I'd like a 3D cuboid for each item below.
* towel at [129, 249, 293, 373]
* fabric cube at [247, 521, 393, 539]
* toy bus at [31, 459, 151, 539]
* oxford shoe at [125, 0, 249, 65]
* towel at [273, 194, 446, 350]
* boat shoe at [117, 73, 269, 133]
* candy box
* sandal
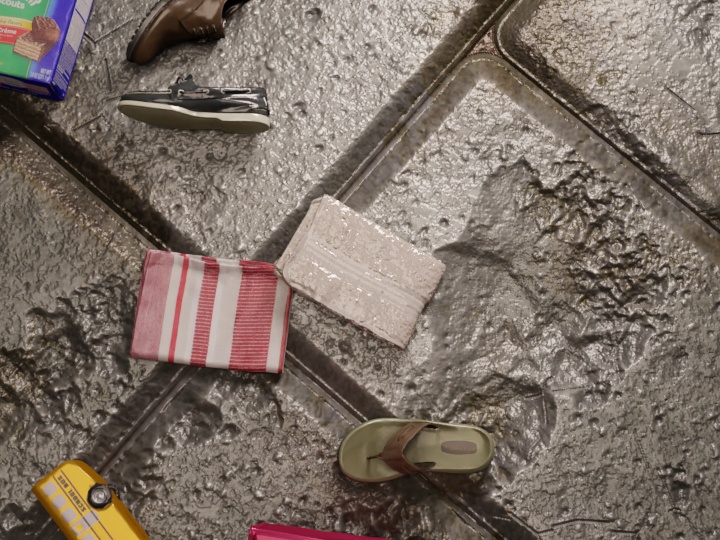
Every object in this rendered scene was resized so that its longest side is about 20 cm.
[{"bbox_3d":[-0.191,0.054,1.582,0.200,0.023,0.144,7,81,0],"label":"towel"},{"bbox_3d":[-0.041,0.407,1.431,0.199,0.200,0.197,9,81,1],"label":"fabric cube"},{"bbox_3d":[-0.313,0.325,1.509,0.078,0.065,0.200,-38,83,-7],"label":"toy bus"},{"bbox_3d":[-0.225,-0.333,1.626,0.200,0.073,0.084,-40,85,-7],"label":"oxford shoe"},{"bbox_3d":[0.000,0.000,1.579,0.200,0.034,0.133,29,78,-1],"label":"towel"},{"bbox_3d":[-0.217,-0.226,1.606,0.199,0.075,0.066,4,78,-1],"label":"boat shoe"},{"bbox_3d":[-0.455,-0.346,1.622,0.169,0.077,0.200,13,79,2],"label":"candy box"},{"bbox_3d":[0.070,0.222,1.538,0.201,0.057,0.080,-5,80,-2],"label":"sandal"}]
